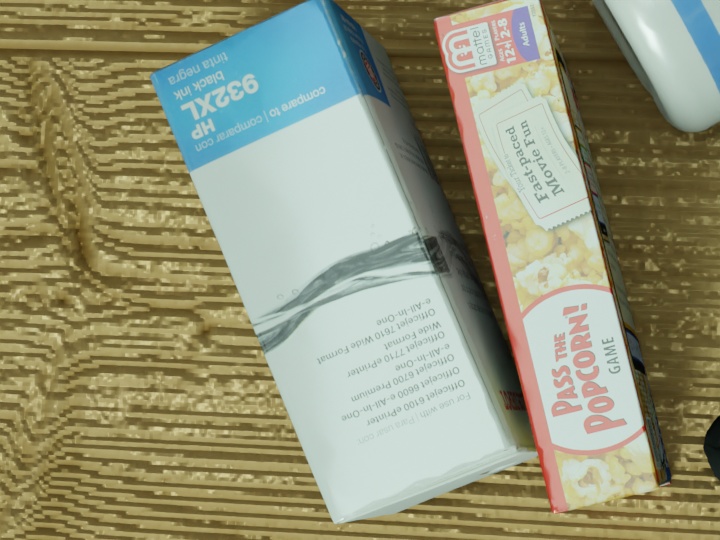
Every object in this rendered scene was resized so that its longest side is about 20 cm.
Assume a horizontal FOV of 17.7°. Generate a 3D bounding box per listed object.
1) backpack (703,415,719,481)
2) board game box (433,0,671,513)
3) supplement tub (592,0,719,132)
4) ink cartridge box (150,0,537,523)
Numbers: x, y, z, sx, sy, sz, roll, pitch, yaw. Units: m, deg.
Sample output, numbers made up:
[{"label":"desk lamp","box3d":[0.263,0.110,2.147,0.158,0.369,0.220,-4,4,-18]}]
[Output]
[{"label":"backpack","box3d":[0.237,0.074,0.908,0.163,0.200,0.154,-42,91,3]},{"label":"board game box","box3d":[0.084,-0.002,0.964,0.046,0.151,0.201,-14,83,8]},{"label":"supplement tub","box3d":[0.188,-0.160,0.969,0.200,0.132,0.132,-31,82,7]},{"label":"ink cartridge box","box3d":[0.000,0.000,0.979,0.083,0.145,0.201,-24,82,7]}]
